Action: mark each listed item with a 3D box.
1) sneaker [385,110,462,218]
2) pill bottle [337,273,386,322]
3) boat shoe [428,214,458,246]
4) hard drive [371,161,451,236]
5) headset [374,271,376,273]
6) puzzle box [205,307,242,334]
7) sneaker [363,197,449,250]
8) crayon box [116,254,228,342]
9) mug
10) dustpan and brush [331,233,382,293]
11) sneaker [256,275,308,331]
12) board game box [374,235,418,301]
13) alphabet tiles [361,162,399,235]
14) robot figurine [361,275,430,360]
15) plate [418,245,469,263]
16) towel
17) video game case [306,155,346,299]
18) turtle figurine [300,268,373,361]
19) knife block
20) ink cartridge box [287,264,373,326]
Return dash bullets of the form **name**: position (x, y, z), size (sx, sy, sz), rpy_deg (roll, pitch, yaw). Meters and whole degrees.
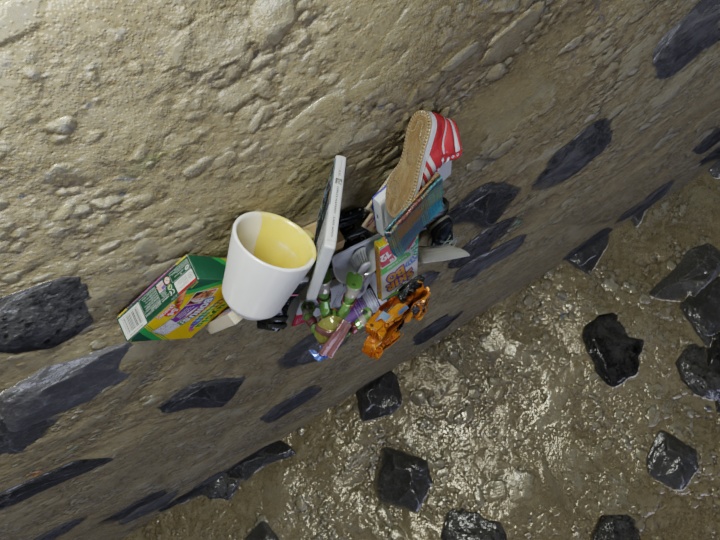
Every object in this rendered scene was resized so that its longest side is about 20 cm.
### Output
- **sneaker**: position (0.119, -0.188, 1.187), size (0.112, 0.071, 0.202), rpy_deg (-7, 124, -46)
- **pill bottle**: position (-0.010, 0.073, 1.699), size (0.198, 0.113, 0.113), rpy_deg (-30, 163, -5)
- **boat shoe**: position (0.220, -0.084, 1.744), size (0.074, 0.062, 0.200), rpy_deg (-26, 162, -11)
- **hard drive**: position (0.105, -0.168, 1.283), size (0.200, 0.025, 0.132), rpy_deg (-43, 158, -14)
- **headset**: position (0.098, -0.072, 1.521), size (0.200, 0.094, 0.123), rpy_deg (-45, 161, 5)
- **puzzle box**: position (-0.234, 0.068, 1.292), size (0.133, 0.026, 0.199), rpy_deg (-42, -171, -27)
- **sneaker**: position (0.110, -0.087, 1.425), size (0.197, 0.115, 0.076), rpy_deg (-24, -152, 5)
- **crayon box**: position (-0.323, 0.055, 1.218), size (0.199, 0.059, 0.172), rpy_deg (-38, 161, 19)
- **mug**: position (-0.157, 0.005, 1.140), size (0.185, 0.150, 0.154), rpy_deg (3, 131, -34)
- **dustpan and brush**: position (0.000, 0.000, 1.406), size (0.138, 0.058, 0.200), rpy_deg (-26, 166, -15)
- **sneaker**: position (-0.163, 0.073, 1.372), size (0.070, 0.101, 0.199), rpy_deg (2, 163, -37)
- **board game box**: position (0.078, -0.009, 1.388), size (0.095, 0.030, 0.201), rpy_deg (-26, 147, -16)
- **alphabet tiles**: position (0.079, -0.159, 1.301), size (0.201, 0.008, 0.167), rpy_deg (-53, 159, 7)
- **robot figurine**: position (0.083, 0.100, 1.410), size (0.199, 0.058, 0.146), rpy_deg (-39, 152, -31)
- **plate**: position (0.144, -0.042, 1.643), size (0.198, 0.033, 0.199), rpy_deg (0, -174, 43)
- **towel**: position (0.104, -0.097, 1.212), size (0.147, 0.022, 0.200), rpy_deg (-48, 168, -2)
- **video game case**: position (-0.061, -0.071, 1.151), size (0.023, 0.184, 0.201), rpy_deg (10, 151, -8)
- **turtle figurine**: position (-0.051, 0.073, 1.376), size (0.199, 0.143, 0.196), rpy_deg (-36, 147, -41)
- **knife block**: position (-0.074, -0.065, 1.304), size (0.175, 0.064, 0.199), rpy_deg (-40, 160, 23)
- **ink cartridge box**: position (-0.082, 0.035, 1.522), size (0.198, 0.084, 0.146), rpy_deg (-23, 160, -24)
